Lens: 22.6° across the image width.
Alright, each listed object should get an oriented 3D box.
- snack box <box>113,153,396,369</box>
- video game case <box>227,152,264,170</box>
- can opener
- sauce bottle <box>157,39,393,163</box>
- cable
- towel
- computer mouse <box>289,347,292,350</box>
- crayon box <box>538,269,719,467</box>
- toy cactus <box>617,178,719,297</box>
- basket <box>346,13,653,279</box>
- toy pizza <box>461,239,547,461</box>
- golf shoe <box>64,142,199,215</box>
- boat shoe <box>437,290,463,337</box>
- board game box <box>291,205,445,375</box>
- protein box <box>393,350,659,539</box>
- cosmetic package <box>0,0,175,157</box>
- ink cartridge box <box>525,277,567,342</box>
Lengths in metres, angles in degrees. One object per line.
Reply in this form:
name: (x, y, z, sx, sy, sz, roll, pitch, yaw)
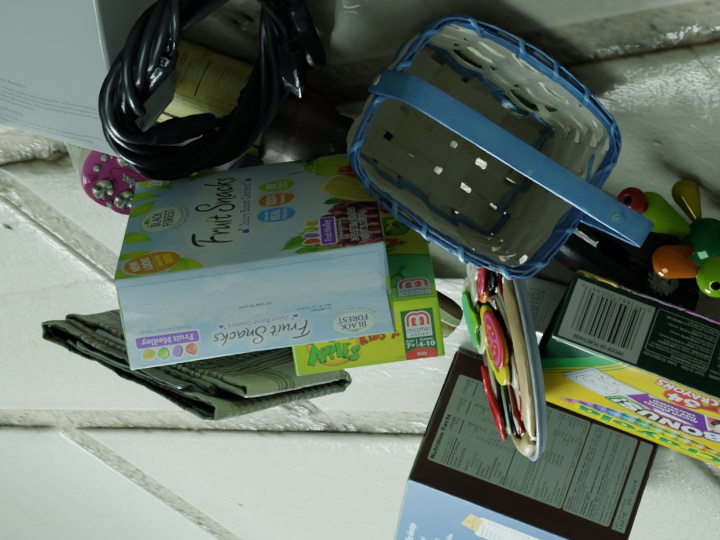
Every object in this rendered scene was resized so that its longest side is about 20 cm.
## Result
snack box: (-0.068, -0.012, 1.177, 0.168, 0.200, 0.068, -8, 109, 1)
video game case: (-0.117, -0.017, 1.381, 0.019, 0.143, 0.200, 25, 177, -8)
can opener: (0.161, -0.022, 1.292, 0.200, 0.063, 0.079, 30, 156, -16)
sauce bottle: (-0.069, -0.112, 1.311, 0.200, 0.065, 0.065, 22, 156, 6)
cable: (-0.105, -0.138, 1.186, 0.051, 0.163, 0.200, 53, 177, 23)
towel: (-0.132, 0.065, 1.486, 0.192, 0.035, 0.200, 24, -164, 27)
computer mouse: (-0.036, -0.018, 1.432, 0.140, 0.046, 0.200, 24, 128, -15)
crayon box: (0.229, 0.082, 1.309, 0.200, 0.058, 0.173, 21, 163, 4)
toy cactus: (0.276, -0.009, 1.211, 0.200, 0.102, 0.165, 13, 173, 18)
basket: (0.078, -0.078, 1.130, 0.176, 0.139, 0.200, 32, -175, -19)
toy pizza: (0.102, 0.044, 1.339, 0.032, 0.200, 0.200, -11, 153, -2)
golf shoe: (-0.172, -0.072, 1.504, 0.092, 0.075, 0.200, 45, -178, 40)
boat shoe: (-0.014, 0.025, 1.513, 0.200, 0.076, 0.072, 22, -179, 14)
board game box: (0.000, 0.000, 1.281, 0.101, 0.200, 0.048, -8, 116, 1)
protein box: (0.151, 0.201, 1.672, 0.200, 0.135, 0.199, 20, 156, 7)
cosmetic package: (-0.199, -0.183, 1.206, 0.113, 0.081, 0.200, 17, 138, 17)
ink cartridge box: (0.222, 0.074, 1.452, 0.200, 0.050, 0.109, 15, 154, 16)
